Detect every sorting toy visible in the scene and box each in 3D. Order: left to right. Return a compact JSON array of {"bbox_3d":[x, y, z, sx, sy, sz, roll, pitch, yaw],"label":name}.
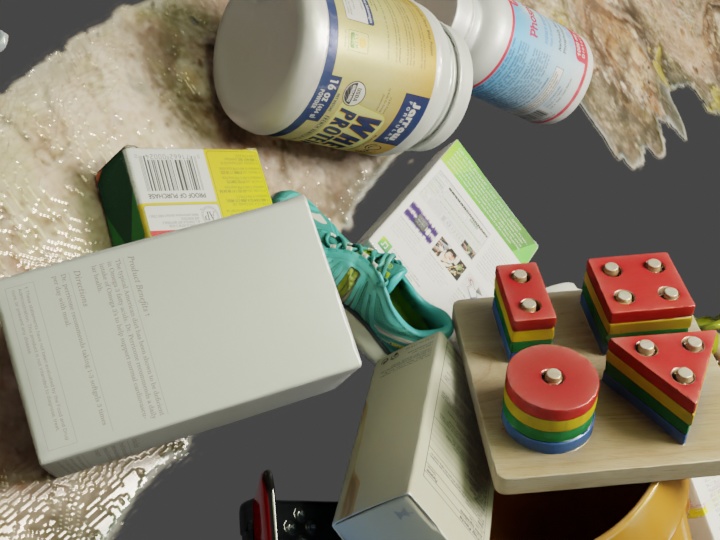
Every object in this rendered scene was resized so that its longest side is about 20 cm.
[{"bbox_3d":[0.188,0.069,0.832,0.200,0.070,0.199,-4,40,-4],"label":"sorting toy"}]

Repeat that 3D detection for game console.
[{"bbox_3d":[-0.020,0.248,0.724,0.172,0.119,0.200,12,62,-38],"label":"game console"}]

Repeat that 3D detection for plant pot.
[{"bbox_3d":[0.199,0.223,0.901,0.183,0.200,0.200,56,42,-28],"label":"plant pot"}]

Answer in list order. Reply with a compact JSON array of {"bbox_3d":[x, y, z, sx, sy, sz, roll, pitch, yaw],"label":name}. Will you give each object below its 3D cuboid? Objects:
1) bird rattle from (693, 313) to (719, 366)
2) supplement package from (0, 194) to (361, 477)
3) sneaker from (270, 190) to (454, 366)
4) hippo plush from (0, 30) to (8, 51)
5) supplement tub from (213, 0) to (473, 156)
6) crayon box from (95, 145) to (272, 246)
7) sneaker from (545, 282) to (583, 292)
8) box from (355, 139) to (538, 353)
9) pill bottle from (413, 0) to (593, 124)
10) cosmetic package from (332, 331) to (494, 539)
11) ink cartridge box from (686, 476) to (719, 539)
[{"bbox_3d":[0.405,0.124,1.223,0.200,0.113,0.163,53,54,-28],"label":"bird rattle"},{"bbox_3d":[-0.117,0.045,0.681,0.200,0.117,0.117,-16,78,-14],"label":"supplement package"},{"bbox_3d":[0.000,0.000,0.896,0.200,0.080,0.078,43,46,-18],"label":"sneaker"},{"bbox_3d":[-0.314,-0.112,0.648,0.161,0.159,0.200,-22,101,-76],"label":"hippo plush"},{"bbox_3d":[-0.012,-0.179,0.929,0.200,0.144,0.145,5,66,-41],"label":"supplement tub"},{"bbox_3d":[-0.115,0.006,0.808,0.127,0.051,0.200,-4,72,-43],"label":"crayon box"},{"bbox_3d":[0.196,0.094,1.007,0.200,0.081,0.147,5,66,-62],"label":"sneaker"},{"bbox_3d":[0.086,-0.020,1.019,0.144,0.036,0.200,52,46,-10],"label":"box"},{"bbox_3d":[0.147,-0.236,1.130,0.200,0.109,0.109,16,59,-37],"label":"pill bottle"},{"bbox_3d":[0.051,0.151,0.827,0.105,0.071,0.200,53,27,-18],"label":"cosmetic package"},{"bbox_3d":[0.303,0.241,1.027,0.068,0.115,0.200,-9,76,-44],"label":"ink cartridge box"}]
